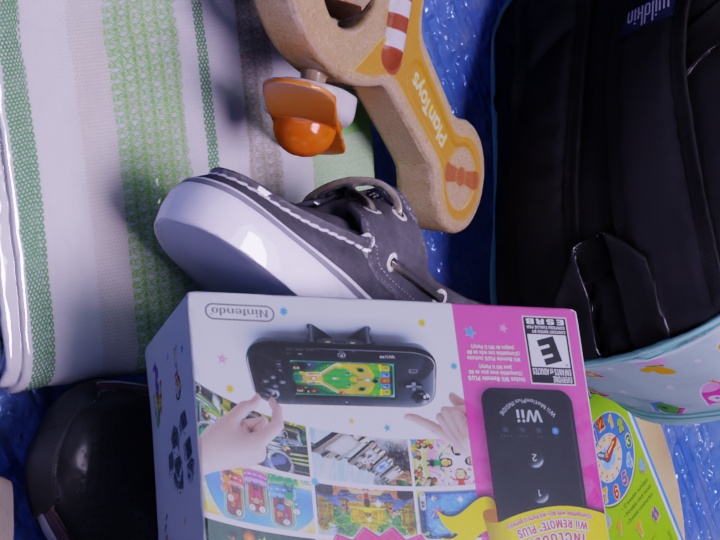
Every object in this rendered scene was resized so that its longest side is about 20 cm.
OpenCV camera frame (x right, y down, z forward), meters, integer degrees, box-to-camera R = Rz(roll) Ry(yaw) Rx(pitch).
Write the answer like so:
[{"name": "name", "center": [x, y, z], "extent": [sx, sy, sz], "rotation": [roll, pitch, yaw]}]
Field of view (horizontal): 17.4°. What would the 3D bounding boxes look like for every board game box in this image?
[{"name": "board game box", "center": [0.010, 0.112, 0.783], "extent": [0.147, 0.064, 0.201], "rotation": [2, 67, -21]}]

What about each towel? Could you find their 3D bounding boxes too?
[{"name": "towel", "center": [-0.068, -0.041, 0.881], "extent": [0.200, 0.031, 0.150], "rotation": [-11, 99, -48]}]

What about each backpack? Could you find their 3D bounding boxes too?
[{"name": "backpack", "center": [0.144, -0.035, 0.979], "extent": [0.153, 0.175, 0.201], "rotation": [36, 51, -38]}]

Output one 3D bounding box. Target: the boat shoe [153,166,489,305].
[{"name": "boat shoe", "center": [0.000, 0.000, 0.878], "extent": [0.200, 0.070, 0.066], "rotation": [36, 73, -46]}]

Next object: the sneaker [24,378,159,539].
[{"name": "sneaker", "center": [-0.022, 0.103, 0.848], "extent": [0.200, 0.115, 0.076], "rotation": [42, 62, -42]}]

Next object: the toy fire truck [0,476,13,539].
[{"name": "toy fire truck", "center": [-0.109, 0.178, 0.778], "extent": [0.176, 0.128, 0.201], "rotation": [23, 83, -44]}]

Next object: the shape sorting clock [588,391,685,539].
[{"name": "shape sorting clock", "center": [0.077, 0.112, 1.014], "extent": [0.200, 0.039, 0.201], "rotation": [9, 78, -48]}]

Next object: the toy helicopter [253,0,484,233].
[{"name": "toy helicopter", "center": [0.005, -0.078, 0.891], "extent": [0.200, 0.079, 0.133], "rotation": [61, 41, -46]}]
